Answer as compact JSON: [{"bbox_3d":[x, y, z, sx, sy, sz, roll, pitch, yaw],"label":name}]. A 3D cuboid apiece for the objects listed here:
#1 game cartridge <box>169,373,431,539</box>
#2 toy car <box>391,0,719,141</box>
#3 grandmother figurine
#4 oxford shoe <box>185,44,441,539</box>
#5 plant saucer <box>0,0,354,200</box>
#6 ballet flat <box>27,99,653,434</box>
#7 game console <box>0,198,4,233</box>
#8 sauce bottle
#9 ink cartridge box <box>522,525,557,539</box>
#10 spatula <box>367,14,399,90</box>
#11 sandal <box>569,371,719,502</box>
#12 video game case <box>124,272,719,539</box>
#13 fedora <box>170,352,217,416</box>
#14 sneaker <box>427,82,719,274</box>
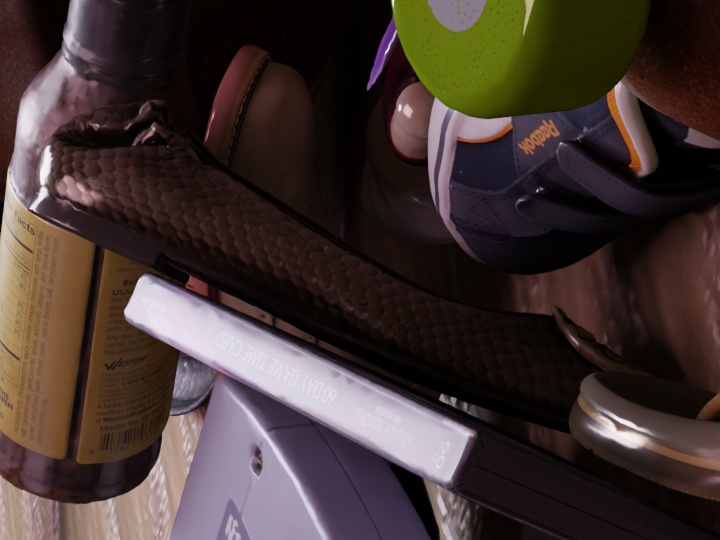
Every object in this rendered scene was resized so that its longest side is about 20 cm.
[{"bbox_3d":[-0.009,0.129,0.875,0.200,0.041,0.134,-117,31,-44],"label":"game cartridge"},{"bbox_3d":[0.130,-0.079,0.558,0.200,0.164,0.159,31,121,50],"label":"toy car"},{"bbox_3d":[0.031,-0.079,0.877,0.060,0.121,0.200,30,145,14],"label":"grandmother figurine"},{"bbox_3d":[-0.009,0.015,0.948,0.071,0.073,0.201,-66,-24,-45],"label":"oxford shoe"},{"bbox_3d":[-0.064,-0.109,0.985,0.037,0.200,0.202,13,105,46],"label":"plant saucer"},{"bbox_3d":[0.000,0.000,0.857,0.067,0.199,0.047,48,-115,-80],"label":"ballet flat"},{"bbox_3d":[-0.085,-0.077,1.034,0.176,0.116,0.201,-63,-25,-79],"label":"game console"},{"bbox_3d":[-0.079,-0.021,0.933,0.065,0.064,0.201,-118,33,-47],"label":"sauce bottle"},{"bbox_3d":[0.048,0.176,0.876,0.116,0.066,0.201,172,96,-67],"label":"ink cartridge box"},{"bbox_3d":[0.054,-0.129,0.755,0.200,0.021,0.057,-53,0,-13],"label":"spatula"},{"bbox_3d":[0.120,0.034,0.684,0.200,0.080,0.054,4,80,66],"label":"sandal"},{"bbox_3d":[0.035,0.051,0.789,0.200,0.142,0.019,24,89,62],"label":"video game case"},{"bbox_3d":[-0.108,-0.032,1.210,0.200,0.091,0.202,177,90,-68],"label":"fedora"},{"bbox_3d":[0.073,-0.045,0.784,0.080,0.078,0.200,63,155,28],"label":"sneaker"}]
